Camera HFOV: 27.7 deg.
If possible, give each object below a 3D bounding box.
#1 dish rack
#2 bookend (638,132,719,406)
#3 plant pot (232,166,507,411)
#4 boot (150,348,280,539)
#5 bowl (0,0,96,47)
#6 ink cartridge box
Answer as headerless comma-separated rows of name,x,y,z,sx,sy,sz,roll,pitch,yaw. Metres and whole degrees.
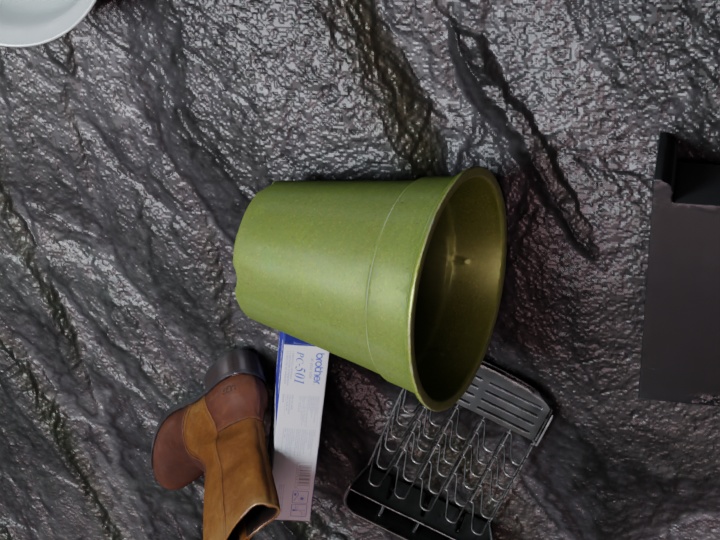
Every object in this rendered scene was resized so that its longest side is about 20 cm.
dish rack,0.085,0.171,1.359,0.152,0.055,0.201,24,123,1
bookend,0.327,0.005,1.165,0.196,0.092,0.202,4,119,13
plant pot,0.000,0.000,1.221,0.188,0.200,0.202,10,123,24
boot,-0.134,0.203,1.358,0.068,0.201,0.188,27,123,-32
bowl,-0.279,-0.291,1.180,0.199,0.091,0.203,8,122,13
ink cartridge box,-0.058,0.125,1.348,0.044,0.094,0.202,4,122,-6
